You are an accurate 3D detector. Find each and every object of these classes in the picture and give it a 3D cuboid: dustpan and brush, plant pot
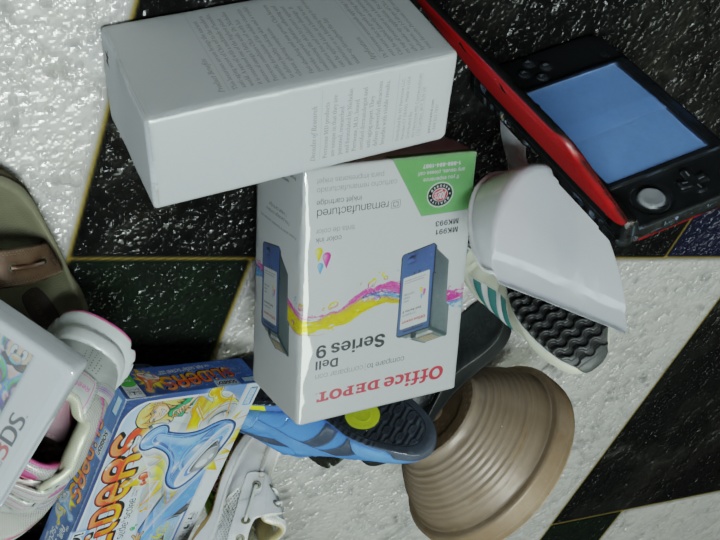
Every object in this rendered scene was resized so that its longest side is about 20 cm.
[{"bbox_3d":[0.130,-0.053,0.763,0.139,0.200,0.057,20,148,-31],"label":"dustpan and brush"},{"bbox_3d":[0.104,0.165,1.001,0.093,0.201,0.201,40,105,-22],"label":"plant pot"}]

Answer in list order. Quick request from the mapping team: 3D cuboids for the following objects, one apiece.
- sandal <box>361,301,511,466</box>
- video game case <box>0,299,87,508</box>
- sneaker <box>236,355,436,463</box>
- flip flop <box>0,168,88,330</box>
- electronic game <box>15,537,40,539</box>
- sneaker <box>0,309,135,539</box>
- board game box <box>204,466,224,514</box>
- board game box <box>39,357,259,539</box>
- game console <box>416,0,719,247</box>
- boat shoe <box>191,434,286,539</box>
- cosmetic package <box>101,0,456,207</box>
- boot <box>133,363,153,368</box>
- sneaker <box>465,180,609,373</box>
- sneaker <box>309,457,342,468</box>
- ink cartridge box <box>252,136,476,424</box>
[{"bbox_3d":[0.058,0.102,0.980,0.200,0.075,0.048,-48,129,5],"label":"sandal"},{"bbox_3d":[-0.294,0.067,0.636,0.200,0.024,0.182,35,115,-3],"label":"video game case"},{"bbox_3d":[-0.030,0.132,0.881,0.200,0.066,0.079,12,137,15],"label":"sneaker"},{"bbox_3d":[-0.238,0.004,0.680,0.081,0.058,0.200,-27,141,-8],"label":"flip flop"},{"bbox_3d":[-0.243,0.279,0.869,0.200,0.200,0.042,15,90,-43],"label":"electronic game"},{"bbox_3d":[-0.234,0.123,0.703,0.081,0.088,0.200,29,112,-9],"label":"sneaker"},{"bbox_3d":[-0.095,0.292,0.965,0.048,0.200,0.102,-19,139,-16],"label":"board game box"},{"bbox_3d":[-0.174,0.164,0.823,0.135,0.034,0.200,-2,125,-48],"label":"board game box"},{"bbox_3d":[0.154,-0.126,0.697,0.172,0.200,0.119,-21,140,-15],"label":"game console"},{"bbox_3d":[-0.098,0.223,0.907,0.069,0.200,0.071,10,137,13],"label":"boat shoe"},{"bbox_3d":[-0.052,-0.118,0.646,0.200,0.101,0.071,-15,139,-20],"label":"cosmetic package"},{"bbox_3d":[-0.251,0.126,0.800,0.200,0.074,0.096,-14,132,-35],"label":"boot"},{"bbox_3d":[0.136,0.014,0.839,0.070,0.200,0.093,-36,148,-6],"label":"sneaker"},{"bbox_3d":[-0.005,0.086,0.937,0.089,0.077,0.200,-36,154,-52],"label":"sneaker"},{"bbox_3d":[0.000,0.000,0.768,0.145,0.087,0.200,-8,116,-28],"label":"ink cartridge box"}]
